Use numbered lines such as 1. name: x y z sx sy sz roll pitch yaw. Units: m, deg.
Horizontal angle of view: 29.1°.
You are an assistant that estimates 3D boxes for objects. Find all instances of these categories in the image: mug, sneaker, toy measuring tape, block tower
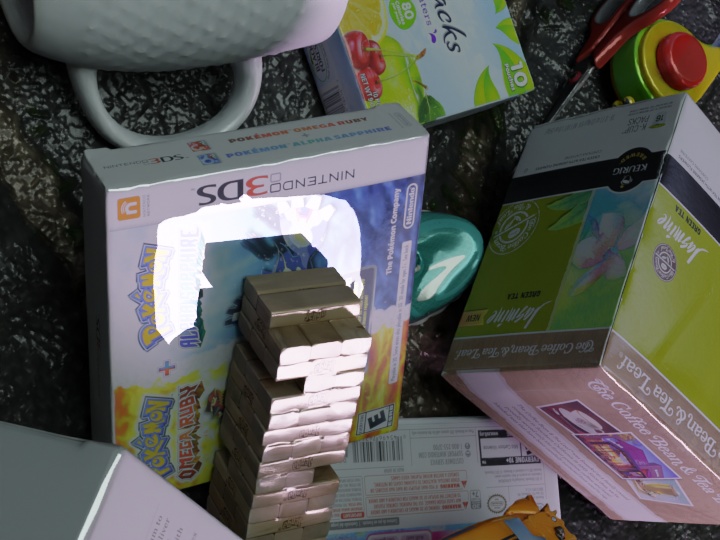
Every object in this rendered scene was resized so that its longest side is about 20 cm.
1. mug: -0.112 -0.161 0.788 0.173 0.147 0.203 -16 118 -25
2. sneaker: 0.000 0.000 0.848 0.198 0.079 0.079 -8 84 -33
3. toy measuring tape: 0.239 -0.174 1.036 0.074 0.073 0.201 47 61 -15
4. block tower: -0.044 0.100 0.748 0.057 0.054 0.202 -6 123 -27

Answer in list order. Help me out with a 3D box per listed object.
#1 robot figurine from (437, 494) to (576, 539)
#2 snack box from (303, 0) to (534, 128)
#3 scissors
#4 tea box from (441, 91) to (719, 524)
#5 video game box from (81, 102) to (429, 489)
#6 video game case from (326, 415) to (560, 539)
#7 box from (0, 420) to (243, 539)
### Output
1. robot figurine: 0.028 0.197 0.773 0.198 0.146 0.058 -13 54 -42
2. snack box: 0.020 -0.193 0.915 0.141 0.053 0.203 -20 91 -34
3. scissors: 0.160 -0.147 1.007 0.200 0.073 0.014 -48 120 -4
4. tea box: 0.185 0.032 0.898 0.200 0.133 0.199 41 59 -32
5. video game box: -0.057 0.019 0.752 0.180 0.047 0.202 -11 125 -23
6. video game case: 0.047 0.185 0.873 0.198 0.024 0.185 2 79 -32
7. box: -0.137 0.154 0.643 0.200 0.151 0.107 52 53 -52
